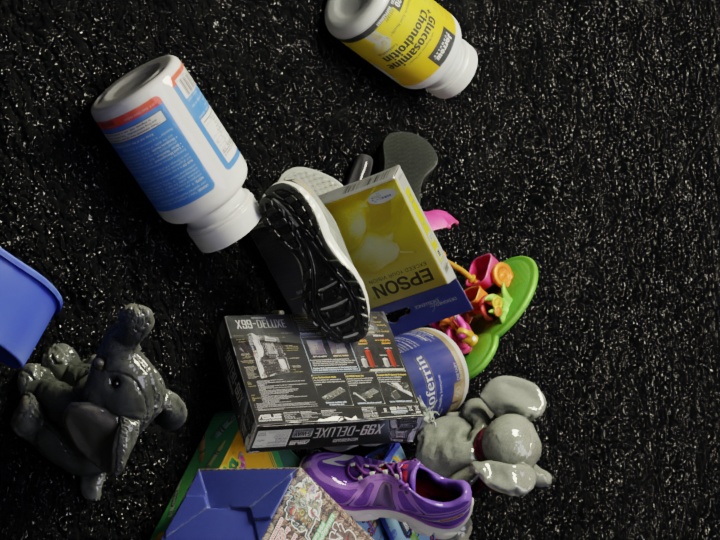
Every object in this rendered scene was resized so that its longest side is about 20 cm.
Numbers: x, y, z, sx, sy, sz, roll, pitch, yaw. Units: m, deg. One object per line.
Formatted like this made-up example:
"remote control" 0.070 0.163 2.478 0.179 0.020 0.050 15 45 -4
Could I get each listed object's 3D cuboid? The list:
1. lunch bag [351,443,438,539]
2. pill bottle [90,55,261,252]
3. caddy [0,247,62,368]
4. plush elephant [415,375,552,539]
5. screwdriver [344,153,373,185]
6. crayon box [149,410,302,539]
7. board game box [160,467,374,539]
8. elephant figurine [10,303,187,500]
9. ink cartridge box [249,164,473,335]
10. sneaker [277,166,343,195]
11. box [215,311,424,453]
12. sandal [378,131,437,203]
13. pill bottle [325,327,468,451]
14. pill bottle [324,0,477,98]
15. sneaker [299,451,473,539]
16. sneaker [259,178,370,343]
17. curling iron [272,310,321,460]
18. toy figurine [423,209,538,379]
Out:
"lunch bag" 0.018 0.310 1.791 0.200 0.094 0.151 -46 118 -37
"pill bottle" -0.192 -0.121 1.638 0.112 0.112 0.200 -51 119 -39
"caddy" -0.371 0.009 1.405 0.200 0.141 0.105 39 60 -37
"plush elephant" 0.154 0.215 1.780 0.200 0.155 0.165 56 46 -45
"screwdriver" -0.024 -0.055 1.879 0.028 0.029 0.200 35 68 -38
"crayon box" -0.145 0.267 1.659 0.119 0.058 0.200 47 52 -31
"board game box" -0.077 0.299 1.567 0.200 0.159 0.097 48 53 -30
"elephant figurine" -0.239 0.131 1.479 0.155 0.200 0.142 34 59 -38
"ink cartridge box" 0.000 0.000 1.760 0.200 0.197 0.047 63 24 -17
"sneaker" -0.015 -0.046 1.834 0.200 0.105 0.075 31 78 4
"box" -0.047 0.120 1.689 0.200 0.050 0.158 -2 47 -23
"sandal" 0.047 -0.114 1.923 0.075 0.048 0.201 29 35 -6
"pill bottle" 0.029 0.145 1.825 0.200 0.116 0.116 -17 96 -46
"pill bottle" 0.057 -0.300 1.933 0.200 0.112 0.112 30 62 -39
"sneaker" 0.031 0.233 1.698 0.200 0.084 0.081 12 47 -2
"sneaker" -0.039 -0.014 1.687 0.200 0.074 0.079 65 20 -9
"curling iron" -0.081 0.145 1.767 0.026 0.049 0.200 82 -3 -85
"toy figurine" 0.102 0.011 1.927 0.184 0.150 0.200 39 57 -22
